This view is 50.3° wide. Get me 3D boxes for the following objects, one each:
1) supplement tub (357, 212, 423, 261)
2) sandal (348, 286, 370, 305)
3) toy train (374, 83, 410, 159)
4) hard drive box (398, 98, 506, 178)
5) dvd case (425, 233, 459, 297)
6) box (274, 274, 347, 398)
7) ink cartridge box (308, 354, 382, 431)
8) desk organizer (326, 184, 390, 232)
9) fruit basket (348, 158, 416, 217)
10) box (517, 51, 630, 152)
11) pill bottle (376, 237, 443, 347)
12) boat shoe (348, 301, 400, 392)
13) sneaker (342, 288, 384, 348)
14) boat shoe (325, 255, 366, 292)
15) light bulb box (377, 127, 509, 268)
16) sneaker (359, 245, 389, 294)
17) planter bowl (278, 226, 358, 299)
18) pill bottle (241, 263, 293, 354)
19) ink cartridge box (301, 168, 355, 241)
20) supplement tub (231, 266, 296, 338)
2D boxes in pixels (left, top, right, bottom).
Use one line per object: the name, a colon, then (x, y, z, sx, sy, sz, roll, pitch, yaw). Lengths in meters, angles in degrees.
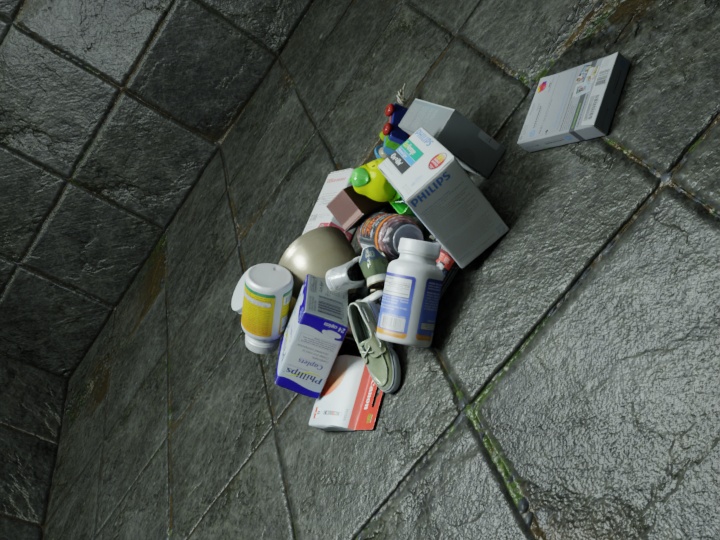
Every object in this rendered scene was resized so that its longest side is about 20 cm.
supplement tub: (0.070, -0.073, 1.696, 0.107, 0.107, 0.200, -63, 20, -3)
sandal: (-0.040, 0.110, 1.800, 0.201, 0.048, 0.075, -58, 27, 9)
toy train: (0.089, -0.387, 2.026, 0.116, 0.084, 0.201, 130, 154, -50)
hard drive box: (0.194, -0.287, 1.653, 0.077, 0.155, 0.200, -57, 28, 5)
dvd case: (0.140, 0.015, 1.606, 0.201, 0.022, 0.146, -58, 27, 4)
box: (-0.107, 0.143, 1.702, 0.184, 0.104, 0.201, -91, 22, -64)
ink cartridge box: (-0.025, 0.259, 1.632, 0.200, 0.050, 0.163, -21, 47, 56)
desk organizer: (0.008, -0.164, 1.828, 0.072, 0.077, 0.200, -42, -6, 32)
fruit basket: (0.084, -0.210, 1.723, 0.156, 0.215, 0.216, -55, 27, 12)
box: (0.398, -0.312, 1.446, 0.200, 0.041, 0.157, -3, 62, 58)
pill bottle: (0.101, 0.042, 1.496, 0.112, 0.111, 0.201, 10, 90, 62)
boat shoe: (0.021, 0.155, 1.560, 0.072, 0.062, 0.201, -37, 62, 32)
sneaker: (0.008, 0.090, 1.688, 0.200, 0.075, 0.081, -45, 31, 40)
boat shoe: (0.000, 0.000, 1.721, 0.068, 0.200, 0.072, -16, 86, 33)
light bulb box: (0.159, -0.145, 1.504, 0.125, 0.200, 0.198, -41, 30, 7)
sneaker: (0.037, -0.005, 1.640, 0.200, 0.067, 0.090, 44, -150, -81)
planter bowl: (-0.081, 0.014, 1.839, 0.201, 0.200, 0.135, -53, 55, 16)
pill bottle: (-0.222, 0.094, 1.802, 0.113, 0.112, 0.201, -105, 21, -54)
ink cartridge box: (-0.061, -0.163, 2.059, 0.145, 0.085, 0.201, 3, 69, 61)
supplement tub: (-0.212, 0.087, 1.955, 0.145, 0.199, 0.146, -41, 33, 34)
